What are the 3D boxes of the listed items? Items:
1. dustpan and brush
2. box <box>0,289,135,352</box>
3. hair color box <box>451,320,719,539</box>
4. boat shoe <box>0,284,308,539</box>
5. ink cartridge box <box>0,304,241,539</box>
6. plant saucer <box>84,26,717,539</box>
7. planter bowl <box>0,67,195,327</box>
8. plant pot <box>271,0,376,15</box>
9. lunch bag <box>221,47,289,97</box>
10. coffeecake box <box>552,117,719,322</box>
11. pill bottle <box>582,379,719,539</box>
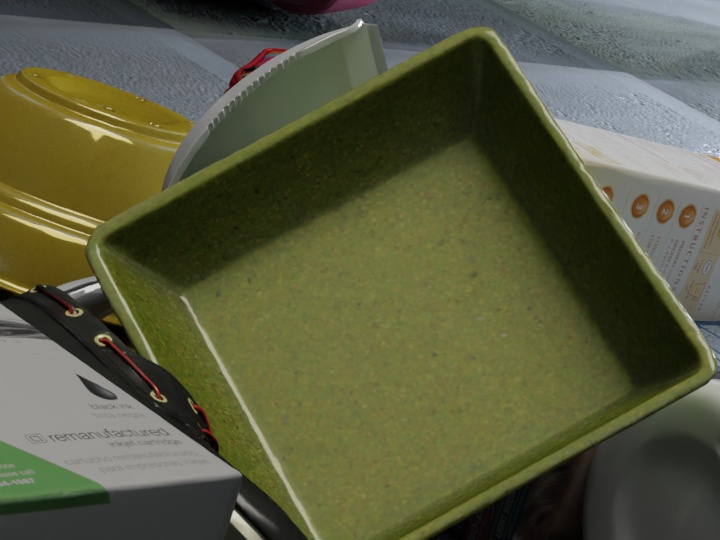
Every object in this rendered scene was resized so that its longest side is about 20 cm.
[{"bbox_3d":[-0.065,-0.013,1.168,0.199,0.140,0.057,-19,26,-9],"label":"dustpan and brush"},{"bbox_3d":[-0.133,0.036,1.177,0.199,0.021,0.163,22,16,11],"label":"box"},{"bbox_3d":[0.133,0.077,1.199,0.200,0.100,0.060,3,22,-39],"label":"hair color box"},{"bbox_3d":[-0.085,0.066,1.025,0.063,0.074,0.201,-30,46,-34],"label":"boat shoe"},{"bbox_3d":[-0.166,0.066,0.946,0.200,0.085,0.146,32,21,35],"label":"ink cartridge box"},{"bbox_3d":[0.015,0.024,1.099,0.200,0.200,0.048,59,-6,30],"label":"plant saucer"},{"bbox_3d":[-0.130,-0.043,1.256,0.200,0.084,0.200,19,11,-4],"label":"planter bowl"},{"bbox_3d":[-0.085,-0.278,1.947,0.179,0.201,0.200,-14,34,-33],"label":"plant pot"},{"bbox_3d":[0.016,-0.061,1.548,0.199,0.082,0.176,21,13,3],"label":"lunch bag"},{"bbox_3d":[0.109,0.017,1.242,0.200,0.154,0.073,10,18,-44],"label":"coffeecake box"},{"bbox_3d":[0.205,0.109,1.144,0.200,0.120,0.120,5,22,-38],"label":"pill bottle"}]
